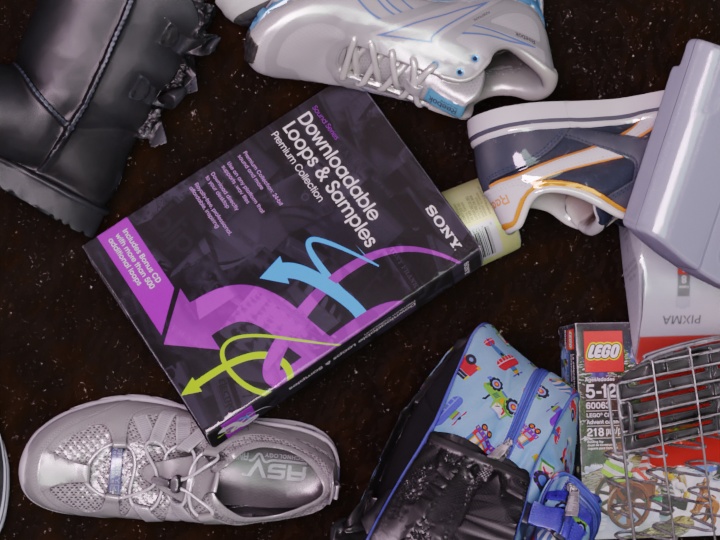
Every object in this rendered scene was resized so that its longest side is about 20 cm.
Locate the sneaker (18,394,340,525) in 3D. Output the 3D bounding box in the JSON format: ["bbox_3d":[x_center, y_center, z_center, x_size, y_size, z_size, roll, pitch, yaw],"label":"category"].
[{"bbox_3d":[-0.105,0.116,1.171,0.198,0.082,0.075,-1,95,-12],"label":"sneaker"}]

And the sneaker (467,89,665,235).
[{"bbox_3d":[0.164,-0.065,1.169,0.199,0.078,0.080,-8,81,-11],"label":"sneaker"}]

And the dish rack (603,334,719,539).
[{"bbox_3d":[0.211,0.139,1.166,0.152,0.054,0.202,-9,95,-23],"label":"dish rack"}]

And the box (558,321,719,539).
[{"bbox_3d":[0.229,0.101,1.251,0.198,0.038,0.138,-1,85,-12],"label":"box"}]

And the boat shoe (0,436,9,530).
[{"bbox_3d":[-0.251,0.074,1.150,0.068,0.057,0.201,-11,97,-11],"label":"boat shoe"}]

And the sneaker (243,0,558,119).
[{"bbox_3d":[0.031,-0.128,1.154,0.199,0.075,0.087,-6,55,-19],"label":"sneaker"}]

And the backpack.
[{"bbox_3d":[0.074,0.143,1.145,0.134,0.183,0.201,20,57,13],"label":"backpack"}]

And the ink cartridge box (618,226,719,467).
[{"bbox_3d":[0.248,0.018,1.222,0.161,0.050,0.201,-1,71,-11],"label":"ink cartridge box"}]

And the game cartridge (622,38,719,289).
[{"bbox_3d":[0.252,-0.046,1.155,0.199,0.040,0.134,15,99,-31],"label":"game cartridge"}]

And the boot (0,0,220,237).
[{"bbox_3d":[-0.191,-0.130,1.138,0.198,0.073,0.163,29,91,-20],"label":"boot"}]

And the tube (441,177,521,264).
[{"bbox_3d":[0.000,0.000,1.205,0.199,0.058,0.052,-24,143,-6],"label":"tube"}]

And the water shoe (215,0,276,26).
[{"bbox_3d":[-0.013,-0.228,1.167,0.199,0.071,0.079,-35,91,-11],"label":"water shoe"}]

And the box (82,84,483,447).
[{"bbox_3d":[-0.046,-0.010,1.168,0.199,0.036,0.143,-34,73,-8],"label":"box"}]
